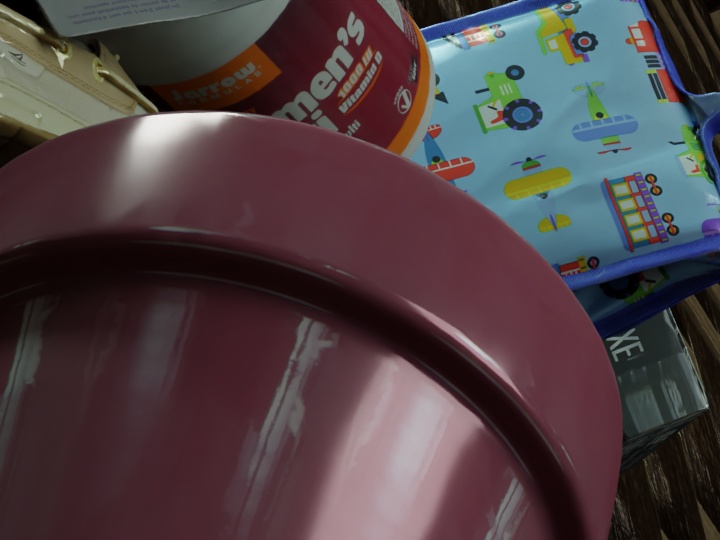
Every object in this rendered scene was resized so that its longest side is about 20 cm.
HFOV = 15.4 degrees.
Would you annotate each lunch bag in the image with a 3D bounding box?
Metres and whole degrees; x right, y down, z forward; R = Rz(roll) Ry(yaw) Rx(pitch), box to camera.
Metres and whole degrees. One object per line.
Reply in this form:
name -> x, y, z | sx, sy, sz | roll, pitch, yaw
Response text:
lunch bag -> 0.071, -0.042, 1.188 | 0.094, 0.200, 0.151 | 61, 9, -61

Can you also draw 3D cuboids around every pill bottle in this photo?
pill bottle -> -0.055, -0.107, 1.063 | 0.200, 0.109, 0.110 | 44, 26, -55

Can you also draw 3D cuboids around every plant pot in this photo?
plant pot -> -0.044, 0.090, 0.663 | 0.200, 0.200, 0.179 | 56, 33, -32

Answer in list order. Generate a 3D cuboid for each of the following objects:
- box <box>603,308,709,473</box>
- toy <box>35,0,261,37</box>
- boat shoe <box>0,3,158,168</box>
box -> 0.114, 0.027, 1.416 | 0.200, 0.050, 0.158 | 112, -43, -75
toy -> -0.090, -0.135, 0.931 | 0.200, 0.115, 0.047 | 56, -30, 38
boat shoe -> -0.099, -0.047, 0.883 | 0.200, 0.074, 0.069 | 34, 40, -63
